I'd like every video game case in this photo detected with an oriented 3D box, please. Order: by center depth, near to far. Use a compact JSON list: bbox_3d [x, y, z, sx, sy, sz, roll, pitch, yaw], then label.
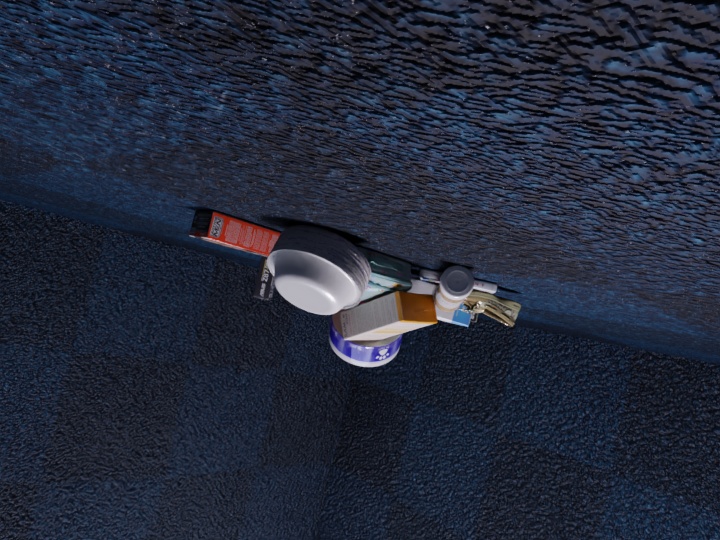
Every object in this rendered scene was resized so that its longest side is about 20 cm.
[{"bbox_3d":[0.241,0.032,1.323,0.182,0.023,0.200,12,176,9],"label":"video game case"}]

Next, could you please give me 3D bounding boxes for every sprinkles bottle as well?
[{"bbox_3d":[0.199,0.044,1.139,0.068,0.068,0.200,12,168,6],"label":"sprinkles bottle"}]

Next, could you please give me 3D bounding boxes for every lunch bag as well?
[{"bbox_3d":[0.011,0.014,1.195,0.200,0.077,0.160,14,155,-36],"label":"lunch bag"}]

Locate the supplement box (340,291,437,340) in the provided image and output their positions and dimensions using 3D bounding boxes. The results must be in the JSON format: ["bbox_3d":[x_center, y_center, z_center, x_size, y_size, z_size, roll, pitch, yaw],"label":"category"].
[{"bbox_3d":[0.065,0.111,1.254,0.126,0.074,0.200,8,157,-44],"label":"supplement box"}]

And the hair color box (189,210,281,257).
[{"bbox_3d":[-0.264,-0.076,1.172,0.200,0.061,0.101,17,175,-39],"label":"hair color box"}]

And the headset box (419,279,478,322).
[{"bbox_3d":[0.242,0.089,1.569,0.174,0.093,0.200,13,176,-4],"label":"headset box"}]

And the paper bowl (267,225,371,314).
[{"bbox_3d":[-0.088,0.012,1.033,0.200,0.104,0.201,18,152,10],"label":"paper bowl"}]

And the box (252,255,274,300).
[{"bbox_3d":[-0.260,0.002,1.494,0.049,0.161,0.200,14,177,-6],"label":"box"}]

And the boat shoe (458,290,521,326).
[{"bbox_3d":[0.308,0.089,1.286,0.200,0.063,0.073,15,176,-21],"label":"boat shoe"}]

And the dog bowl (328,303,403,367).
[{"bbox_3d":[0.016,0.160,1.428,0.200,0.079,0.200,5,-140,-4],"label":"dog bowl"}]

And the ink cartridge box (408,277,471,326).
[{"bbox_3d":[0.186,0.081,1.388,0.200,0.086,0.146,18,177,0],"label":"ink cartridge box"}]
